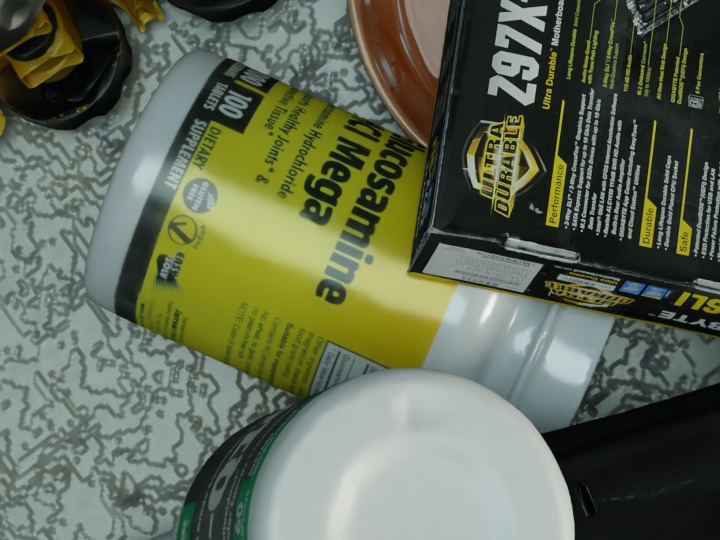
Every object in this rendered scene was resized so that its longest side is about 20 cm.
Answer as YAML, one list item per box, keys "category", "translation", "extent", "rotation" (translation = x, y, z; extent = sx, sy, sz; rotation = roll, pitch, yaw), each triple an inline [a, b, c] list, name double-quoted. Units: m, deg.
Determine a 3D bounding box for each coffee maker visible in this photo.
- category: "coffee maker"
  translation: [0.154, 0.086, 0.871]
  extent: [0.199, 0.193, 0.135]
  rotation: [-17, 48, -13]

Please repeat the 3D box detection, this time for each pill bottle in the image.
- category: "pill bottle"
  translation: [0.000, 0.000, 0.936]
  extent: [0.199, 0.112, 0.113]
  rotation: [24, 90, 3]
- category: "pill bottle"
  translation: [-0.006, 0.101, 0.855]
  extent: [0.112, 0.200, 0.114]
  rotation: [3, 80, -15]

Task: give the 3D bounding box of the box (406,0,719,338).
- category: "box"
  translation: [0.111, -0.083, 0.897]
  extent: [0.158, 0.049, 0.201]
  rotation: [11, 70, -5]

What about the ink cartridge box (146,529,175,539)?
- category: "ink cartridge box"
  translation: [-0.106, 0.208, 0.968]
  extent: [0.199, 0.050, 0.163]
  rotation: [-23, 87, -1]

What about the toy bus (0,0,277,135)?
- category: "toy bus"
  translation: [-0.132, -0.176, 0.946]
  extent: [0.199, 0.136, 0.193]
  rotation: [-34, 74, 4]

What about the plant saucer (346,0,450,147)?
- category: "plant saucer"
  translation: [0.093, -0.123, 0.976]
  extent: [0.199, 0.032, 0.202]
  rotation: [0, 89, 2]
